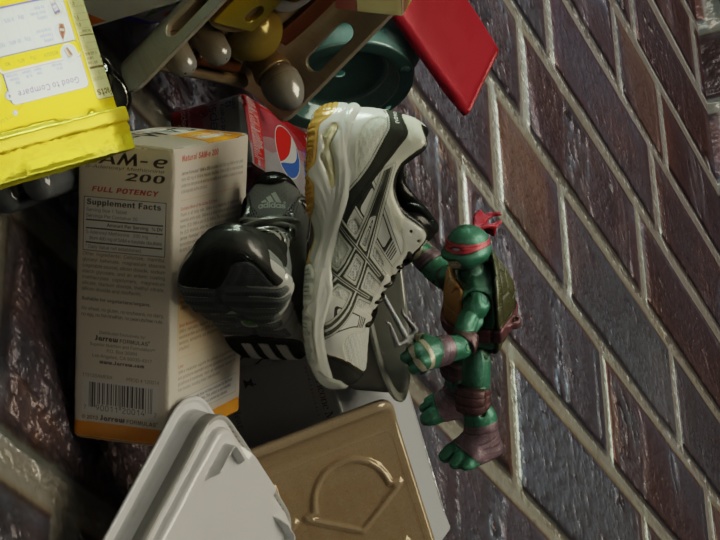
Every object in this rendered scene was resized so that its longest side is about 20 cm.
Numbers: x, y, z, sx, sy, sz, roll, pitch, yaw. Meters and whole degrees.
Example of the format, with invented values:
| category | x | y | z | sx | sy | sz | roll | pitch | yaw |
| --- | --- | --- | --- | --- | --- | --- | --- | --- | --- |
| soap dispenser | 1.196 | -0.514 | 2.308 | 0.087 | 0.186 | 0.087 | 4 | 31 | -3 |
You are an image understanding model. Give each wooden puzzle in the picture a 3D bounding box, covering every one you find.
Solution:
| category | x | y | z | sx | sy | sz | roll | pitch | yaw |
| --- | --- | --- | --- | --- | --- | --- | --- | --- | --- |
| wooden puzzle | -0.038 | 0.211 | 1.483 | 0.046 | 0.185 | 0.200 | -159 | -129 | -69 |

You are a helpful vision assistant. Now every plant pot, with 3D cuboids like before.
| category | x | y | z | sx | sy | sz | roll | pitch | yaw |
| --- | --- | --- | --- | --- | --- | --- | --- | --- | --- |
| plant pot | -0.025 | -0.200 | 1.656 | 0.200 | 0.200 | 0.134 | 43 | 28 | -56 |

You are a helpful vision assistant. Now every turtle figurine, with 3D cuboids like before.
| category | x | y | z | sx | sy | sz | roll | pitch | yaw |
| --- | --- | --- | --- | --- | --- | --- | --- | --- | --- |
| turtle figurine | 0.066 | 0.035 | 1.477 | 0.150 | 0.101 | 0.200 | -82 | 167 | -61 |

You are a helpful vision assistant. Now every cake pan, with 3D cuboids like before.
| category | x | y | z | sx | sy | sz | roll | pitch | yaw |
| --- | --- | --- | --- | --- | --- | --- | --- | --- | --- |
| cake pan | 0.000 | 0.000 | 1.499 | 0.200 | 0.037 | 0.201 | -9 | 90 | -80 |

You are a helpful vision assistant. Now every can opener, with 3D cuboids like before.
| category | x | y | z | sx | sy | sz | roll | pitch | yaw |
| --- | --- | --- | --- | --- | --- | --- | --- | --- | --- |
| can opener | -0.183 | -0.057 | 1.392 | 0.067 | 0.053 | 0.200 | 69 | 22 | -4 |

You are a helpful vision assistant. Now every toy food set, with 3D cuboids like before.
| category | x | y | z | sx | sy | sz | roll | pitch | yaw |
| --- | --- | --- | --- | --- | --- | --- | --- | --- | --- |
| toy food set | -0.066 | -0.170 | 1.481 | 0.060 | 0.143 | 0.200 | 54 | 22 | 19 |

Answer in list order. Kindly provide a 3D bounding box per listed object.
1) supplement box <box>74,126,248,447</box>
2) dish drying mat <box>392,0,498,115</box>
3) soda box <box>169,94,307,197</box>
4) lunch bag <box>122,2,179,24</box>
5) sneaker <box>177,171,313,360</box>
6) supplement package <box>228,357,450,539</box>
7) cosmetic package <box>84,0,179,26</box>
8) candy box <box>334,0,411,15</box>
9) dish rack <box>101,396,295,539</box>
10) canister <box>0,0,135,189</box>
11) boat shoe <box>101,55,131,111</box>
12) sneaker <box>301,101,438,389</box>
| category | x | y | z | sx | sy | sz | roll | pitch | yaw |
| --- | --- | --- | --- | --- | --- | --- | --- | --- | --- |
| supplement box | -0.135 | 0.007 | 1.380 | 0.126 | 0.073 | 0.200 | -21 | 115 | -70 |
| dish drying mat | 0.046 | -0.216 | 1.603 | 0.200 | 0.018 | 0.077 | 52 | 51 | -37 |
| soda box | -0.077 | -0.081 | 1.661 | 0.200 | 0.070 | 0.064 | 30 | 50 | -63 |
| lunch bag | -0.126 | -0.268 | 1.506 | 0.200 | 0.170 | 0.124 | 52 | 27 | -52 |
| sneaker | -0.071 | -0.022 | 1.351 | 0.200 | 0.075 | 0.116 | 76 | 19 | -69 |
| supplement package | -0.024 | 0.147 | 1.602 | 0.156 | 0.111 | 0.200 | -37 | 112 | -68 |
| cosmetic package | -0.161 | -0.215 | 1.341 | 0.101 | 0.200 | 0.071 | 15 | 63 | -66 |
| candy box | 0.032 | -0.280 | 1.473 | 0.200 | 0.055 | 0.116 | -63 | 156 | -52 |
| dish rack | -0.108 | 0.202 | 1.336 | 0.200 | 0.043 | 0.172 | -64 | 145 | -30 |
| canister | -0.232 | -0.149 | 1.225 | 0.148 | 0.087 | 0.200 | -19 | 94 | -38 |
| boat shoe | -0.201 | -0.127 | 1.385 | 0.200 | 0.057 | 0.069 | 8 | 70 | -68 |
| sneaker | 0.007 | -0.011 | 1.351 | 0.076 | 0.088 | 0.200 | -80 | 172 | -67 |
